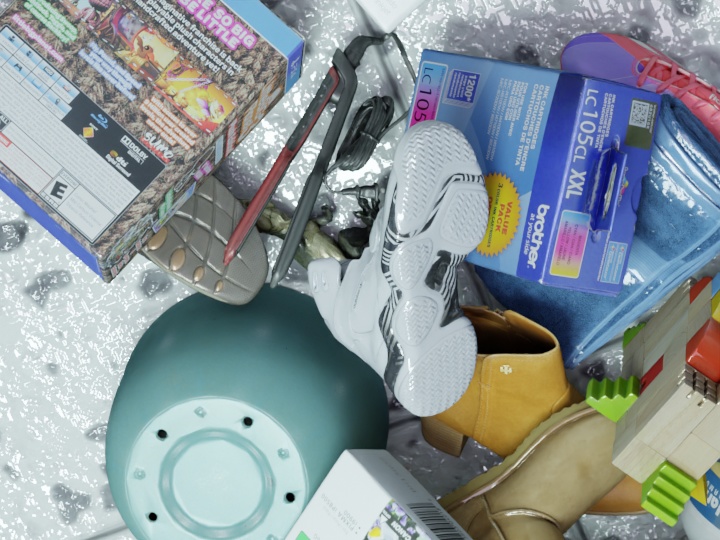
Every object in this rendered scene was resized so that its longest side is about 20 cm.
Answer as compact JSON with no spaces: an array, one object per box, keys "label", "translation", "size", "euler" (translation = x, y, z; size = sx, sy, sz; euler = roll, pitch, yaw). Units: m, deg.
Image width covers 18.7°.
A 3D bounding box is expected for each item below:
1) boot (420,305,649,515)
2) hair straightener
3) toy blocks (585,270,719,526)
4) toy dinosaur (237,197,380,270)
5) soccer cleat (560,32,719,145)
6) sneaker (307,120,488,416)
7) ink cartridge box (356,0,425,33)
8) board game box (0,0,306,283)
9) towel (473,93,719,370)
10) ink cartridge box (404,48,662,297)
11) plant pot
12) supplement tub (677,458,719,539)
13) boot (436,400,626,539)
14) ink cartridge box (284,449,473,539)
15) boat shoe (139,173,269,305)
[{"label":"boot","translation":[0.132,0.094,1.497],"size":[0.201,0.071,0.144],"euler":[15,145,8]},{"label":"hair straightener","translation":[-0.016,-0.074,1.492],"size":[0.077,0.041,0.200],"euler":[29,77,-2]},{"label":"toy blocks","translation":[0.228,0.055,1.417],"size":[0.100,0.200,0.137],"euler":[34,117,-8]},{"label":"toy dinosaur","translation":[0.000,0.000,1.529],"size":[0.200,0.047,0.088],"euler":[44,140,-6]},{"label":"soccer cleat","translation":[0.228,-0.105,1.463],"size":[0.200,0.076,0.067],"euler":[33,68,-6]},{"label":"sneaker","translation":[0.019,-0.013,1.411],"size":[0.075,0.115,0.200],"euler":[-19,122,-32]},{"label":"ink cartridge box","translation":[0.045,-0.279,1.445],"size":[0.200,0.084,0.146],"euler":[-42,96,13]},{"label":"board game box","translation":[-0.161,-0.122,1.452],"size":[0.159,0.097,0.200],"euler":[42,80,5]},{"label":"towel","translation":[0.169,-0.025,1.473],"size":[0.112,0.049,0.200],"euler":[46,128,-4]},{"label":"ink cartridge box","translation":[0.113,-0.064,1.423],"size":[0.076,0.200,0.137],"euler":[8,95,-40]},{"label":"plant pot","translation":[-0.087,0.125,1.516],"size":[0.200,0.161,0.201],"euler":[1,104,6]},{"label":"supplement tub","translation":[0.305,0.141,1.484],"size":[0.145,0.145,0.200],"euler":[23,104,1]},{"label":"boot","translation":[0.135,0.190,1.402],"size":[0.175,0.200,0.066],"euler":[-37,121,9]},{"label":"ink cartridge box","translation":[-0.015,0.227,1.427],"size":[0.109,0.050,0.200],"euler":[45,111,30]},{"label":"boat shoe","translation":[-0.145,-0.048,1.527],"size":[0.200,0.073,0.075],"euler":[40,80,4]}]
